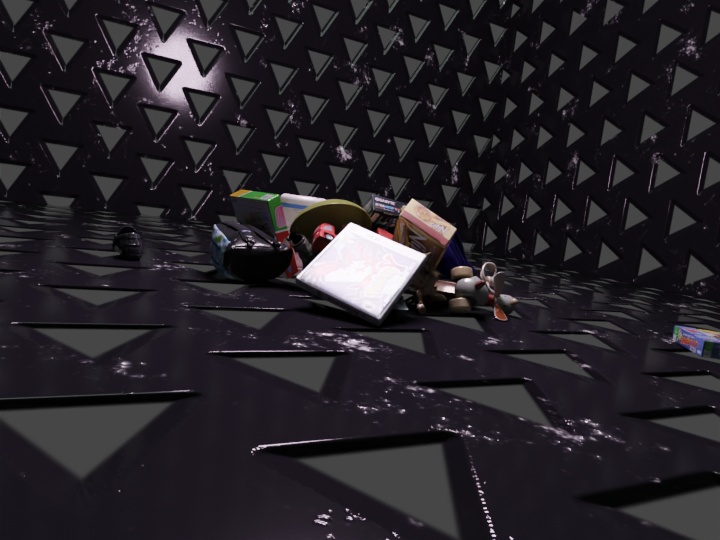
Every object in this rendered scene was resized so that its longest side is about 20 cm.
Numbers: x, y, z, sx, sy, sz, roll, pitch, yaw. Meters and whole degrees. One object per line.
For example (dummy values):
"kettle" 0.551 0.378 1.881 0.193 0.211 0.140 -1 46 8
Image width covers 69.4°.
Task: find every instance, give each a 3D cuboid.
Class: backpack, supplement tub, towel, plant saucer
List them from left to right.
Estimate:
"backpack" -0.269 -0.044 1.182 0.160 0.157 0.200 -1 33 -39
"supplement tub" -0.158 -0.094 1.375 0.128 0.206 0.132 7 6 -1
"plant saucer" -0.071 -0.108 1.222 0.194 0.032 0.201 -9 -28 -5
"towel" 0.170 -0.031 1.242 0.050 0.149 0.198 -44 28 -28
"plant saucer" 0.204 0.055 1.269 0.195 0.038 0.201 8 8 -1

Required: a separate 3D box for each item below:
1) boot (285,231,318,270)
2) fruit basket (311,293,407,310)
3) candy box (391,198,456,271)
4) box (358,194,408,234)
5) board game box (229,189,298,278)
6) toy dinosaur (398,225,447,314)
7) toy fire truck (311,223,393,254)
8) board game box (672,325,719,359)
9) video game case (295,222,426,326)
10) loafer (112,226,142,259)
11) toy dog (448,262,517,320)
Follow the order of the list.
"boot" -0.124 -0.039 1.213 0.131 0.068 0.199 51 -11 -16
"fruit basket" -0.004 0.027 1.030 0.180 0.096 0.200 7 11 -4
"candy box" 0.127 -0.056 1.142 0.114 0.056 0.201 35 -25 9
"box" 0.052 -0.103 1.331 0.155 0.047 0.200 10 -32 -26
"board game box" -0.237 -0.090 1.278 0.151 0.204 0.040 14 35 40
"toy dinosaur" 0.112 0.008 1.107 0.085 0.203 0.135 -32 10 -6
"toy fire truck" -0.015 -0.064 1.175 0.196 0.049 0.143 23 34 -17
"board game box" 0.768 0.158 1.058 0.195 0.035 0.135 9 8 9
"video game case" 0.005 -0.002 0.977 0.179 0.023 0.200 24 46 19
"loafer" -0.579 -0.075 1.299 0.067 0.072 0.199 4 8 -31
"toy dog" 0.277 0.047 1.122 0.196 0.135 0.096 -9 -7 -37
